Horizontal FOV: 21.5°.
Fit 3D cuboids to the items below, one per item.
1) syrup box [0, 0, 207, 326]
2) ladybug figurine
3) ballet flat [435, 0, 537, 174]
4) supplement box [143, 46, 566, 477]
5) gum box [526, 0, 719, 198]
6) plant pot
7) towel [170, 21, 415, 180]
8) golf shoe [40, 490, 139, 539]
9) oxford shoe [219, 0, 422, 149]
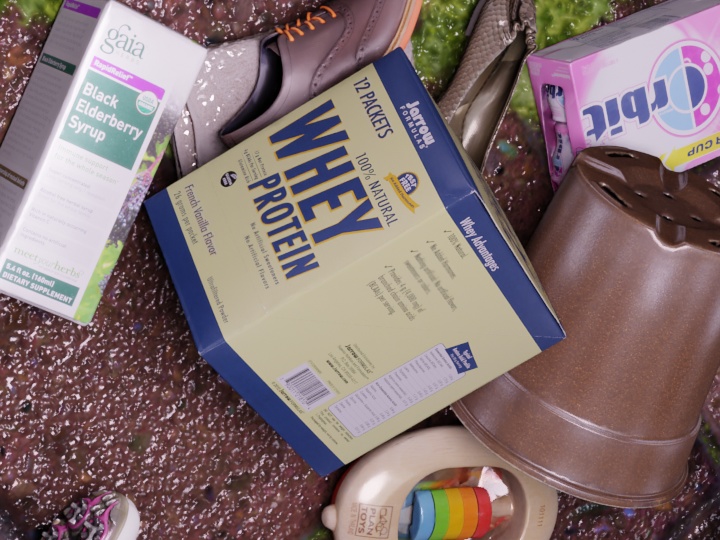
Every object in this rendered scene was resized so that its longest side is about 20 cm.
[{"bbox_3d":[-0.185,-0.076,1.247,0.078,0.081,0.202,23,92,-31],"label":"syrup box"},{"bbox_3d":[0.056,0.180,1.441,0.198,0.072,0.137,5,99,-29],"label":"ladybug figurine"},{"bbox_3d":[0.085,-0.113,1.383,0.067,0.046,0.202,35,74,-50],"label":"ballet flat"},{"bbox_3d":[0.000,0.000,1.258,0.199,0.135,0.200,-30,143,7],"label":"supplement box"},{"bbox_3d":[0.226,-0.136,1.459,0.198,0.066,0.115,-22,110,-22],"label":"gum box"},{"bbox_3d":[0.187,0.032,1.370,0.198,0.201,0.200,9,118,-29],"label":"plant pot"},{"bbox_3d":[-0.043,-0.110,1.341,0.198,0.034,0.134,-19,111,-23],"label":"towel"},{"bbox_3d":[-0.197,0.247,1.327,0.091,0.073,0.202,21,101,-35],"label":"golf shoe"},{"bbox_3d":[-0.022,-0.152,1.286,0.072,0.071,0.201,33,85,-26],"label":"oxford shoe"}]
